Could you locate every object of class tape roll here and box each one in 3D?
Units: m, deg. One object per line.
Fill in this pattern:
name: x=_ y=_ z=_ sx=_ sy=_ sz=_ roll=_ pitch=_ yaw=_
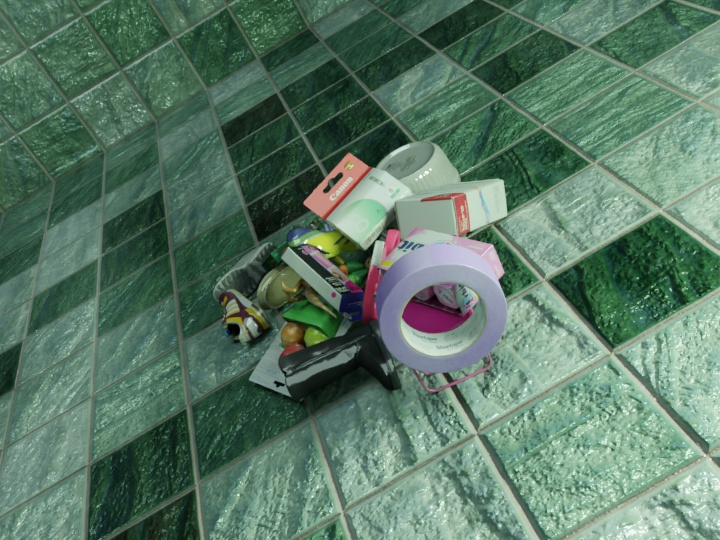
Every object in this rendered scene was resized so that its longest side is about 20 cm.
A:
tape roll: x=0.125 y=0.061 z=1.297 sx=0.200 sy=0.200 sz=0.066 roll=-25 pitch=28 yaw=11

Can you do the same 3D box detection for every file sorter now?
file sorter: x=0.137 y=0.095 z=1.476 sx=0.139 sy=0.126 sz=0.200 roll=-24 pitch=33 yaw=9

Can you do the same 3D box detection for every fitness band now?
fitness band: x=0.044 y=0.016 z=1.619 sx=0.037 sy=0.144 sz=0.200 roll=10 pitch=73 yaw=11

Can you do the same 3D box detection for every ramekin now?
ramekin: x=0.124 y=-0.214 z=1.944 sx=0.200 sy=0.105 sz=0.200 roll=-22 pitch=33 yaw=15

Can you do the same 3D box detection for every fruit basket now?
fruit basket: x=-0.115 y=0.159 z=1.666 sx=0.185 sy=0.094 sz=0.200 roll=9 pitch=65 yaw=48

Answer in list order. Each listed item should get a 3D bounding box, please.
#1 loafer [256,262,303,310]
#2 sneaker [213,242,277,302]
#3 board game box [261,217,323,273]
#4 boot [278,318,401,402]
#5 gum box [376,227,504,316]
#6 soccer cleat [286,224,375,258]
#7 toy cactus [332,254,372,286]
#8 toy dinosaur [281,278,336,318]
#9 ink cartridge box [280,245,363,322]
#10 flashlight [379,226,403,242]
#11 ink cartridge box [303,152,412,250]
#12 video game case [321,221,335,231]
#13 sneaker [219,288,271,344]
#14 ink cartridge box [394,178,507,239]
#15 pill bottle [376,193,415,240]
loafer: x=-0.152 y=0.015 z=1.888 sx=0.200 sy=0.076 sz=0.068 roll=-44 pitch=26 yaw=-21
sneaker: x=-0.283 y=0.012 z=2.030 sx=0.200 sy=0.075 sz=0.082 roll=-41 pitch=17 yaw=-27
board game box: x=-0.160 y=-0.055 z=1.916 sx=0.135 sy=0.029 sz=0.200 roll=-39 pitch=2 yaw=-14
boot: x=-0.039 y=0.187 z=1.517 sx=0.200 sy=0.066 sz=0.165 roll=-21 pitch=40 yaw=-2
gum box: x=0.131 y=-0.003 z=1.434 sx=0.113 sy=0.066 sz=0.200 roll=-44 pitch=35 yaw=-23
soccer cleat: x=-0.061 y=-0.053 z=1.797 sx=0.200 sy=0.065 sz=0.084 roll=1 pitch=54 yaw=-14
toy cactus: x=0.000 y=0.000 z=1.778 sx=0.165 sy=0.102 sz=0.200 roll=-35 pitch=21 yaw=-25
toy dinosaur: x=-0.101 y=0.039 z=1.664 sx=0.106 sy=0.061 sz=0.200 roll=-12 pitch=22 yaw=5
ink cartridge box: x=-0.061 y=0.024 z=1.652 sx=0.200 sy=0.095 sz=0.037 roll=44 pitch=111 yaw=19
flashlight: x=0.121 y=-0.026 z=1.697 sx=0.068 sy=0.068 sz=0.200 roll=-45 pitch=48 yaw=-18
ink cartridge box: x=-0.012 y=-0.158 z=1.779 sx=0.200 sy=0.050 sz=0.161 roll=39 pitch=82 yaw=25
video game case: x=-0.071 y=-0.084 z=2.014 sx=0.200 sy=0.019 sz=0.143 roll=-27 pitch=32 yaw=5
sneaker: x=-0.287 y=0.105 z=1.881 sx=0.090 sy=0.075 sz=0.200 roll=-39 pitch=31 yaw=-21
ink cartridge box: x=0.190 y=-0.127 z=1.709 sx=0.146 sy=0.083 sz=0.200 roll=-1 pitch=14 yaw=41
pill bottle: x=0.046 y=-0.116 z=1.863 sx=0.200 sy=0.111 sz=0.111 roll=2 pitch=45 yaw=40
